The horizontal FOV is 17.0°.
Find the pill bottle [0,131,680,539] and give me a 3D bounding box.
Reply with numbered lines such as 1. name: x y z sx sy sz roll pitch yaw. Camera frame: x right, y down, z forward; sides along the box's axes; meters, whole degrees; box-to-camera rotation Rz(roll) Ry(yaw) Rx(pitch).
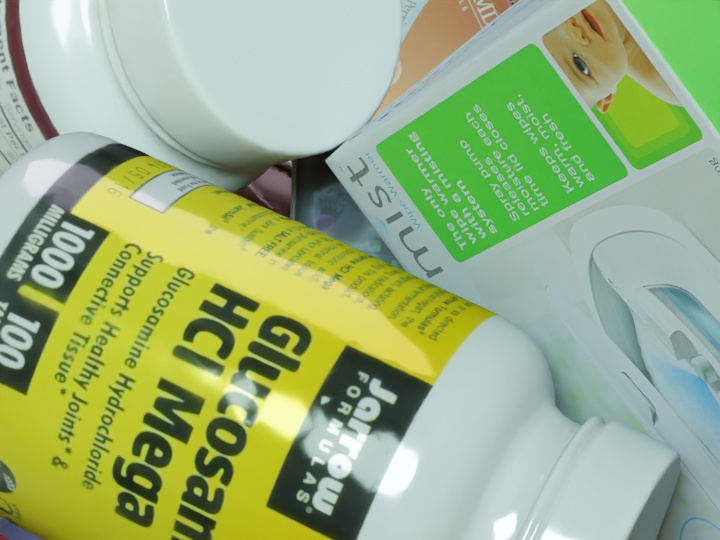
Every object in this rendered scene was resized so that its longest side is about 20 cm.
1. pill bottle: -0.018 0.048 0.673 0.199 0.113 0.112 24 1 15

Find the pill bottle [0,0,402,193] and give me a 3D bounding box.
1. pill bottle: -0.087 -0.073 0.784 0.114 0.115 0.199 11 -12 -41

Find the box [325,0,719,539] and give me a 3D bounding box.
1. box: 0.112 0.000 0.671 0.097 0.200 0.176 -39 6 -28

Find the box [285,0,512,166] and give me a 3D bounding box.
1. box: -0.022 -0.057 1.040 0.199 0.125 0.098 -25 -10 -3

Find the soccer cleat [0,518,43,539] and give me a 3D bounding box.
1. soccer cleat: -0.137 0.086 0.876 0.199 0.077 0.067 27 -40 -25

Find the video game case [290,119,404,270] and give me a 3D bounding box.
1. video game case: 0.069 0.048 0.808 0.199 0.183 0.023 8 16 16

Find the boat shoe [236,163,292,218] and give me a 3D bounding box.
1. boat shoe: 0.000 0.000 0.899 0.200 0.068 0.072 38 -14 23
